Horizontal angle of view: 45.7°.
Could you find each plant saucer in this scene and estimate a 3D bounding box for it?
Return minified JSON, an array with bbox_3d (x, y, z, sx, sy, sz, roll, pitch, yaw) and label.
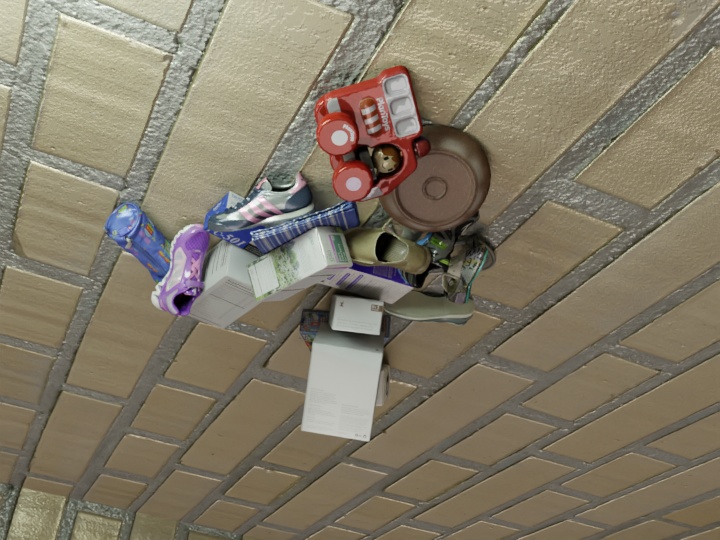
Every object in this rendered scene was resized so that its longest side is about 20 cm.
[{"bbox_3d":[0.125,-0.146,1.455,0.199,0.037,0.201,0,121,0],"label":"plant saucer"}]

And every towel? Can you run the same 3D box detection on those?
[{"bbox_3d":[-0.098,-0.078,1.586,0.199,0.024,0.145,-17,168,1],"label":"towel"}]

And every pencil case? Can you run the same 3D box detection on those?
[{"bbox_3d":[-0.427,-0.049,1.707,0.078,0.087,0.200,-22,142,9],"label":"pencil case"}]

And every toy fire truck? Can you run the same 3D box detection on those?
[{"bbox_3d":[0.022,-0.210,1.362,0.167,0.112,0.201,-16,122,5],"label":"toy fire truck"}]

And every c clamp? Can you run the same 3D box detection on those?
[{"bbox_3d":[0.166,-0.037,1.691,0.199,0.027,0.171,-2,145,12],"label":"c clamp"}]

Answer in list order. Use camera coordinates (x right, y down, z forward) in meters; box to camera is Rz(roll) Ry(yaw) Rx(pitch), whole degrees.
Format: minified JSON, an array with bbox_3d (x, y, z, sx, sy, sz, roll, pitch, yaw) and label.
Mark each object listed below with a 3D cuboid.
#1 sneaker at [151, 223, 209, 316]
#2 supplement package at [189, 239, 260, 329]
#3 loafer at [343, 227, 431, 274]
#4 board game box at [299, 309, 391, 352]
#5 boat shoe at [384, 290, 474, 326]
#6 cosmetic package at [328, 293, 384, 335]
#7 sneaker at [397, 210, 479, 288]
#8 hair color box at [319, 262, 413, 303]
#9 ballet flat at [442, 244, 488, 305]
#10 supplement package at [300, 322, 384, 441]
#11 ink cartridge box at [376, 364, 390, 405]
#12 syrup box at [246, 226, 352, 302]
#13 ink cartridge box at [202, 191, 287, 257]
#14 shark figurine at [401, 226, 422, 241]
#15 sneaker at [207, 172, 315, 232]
[{"bbox_3d":[-0.342,0.007,1.701,0.080,0.088,0.201,12,108,-43],"label":"sneaker"},{"bbox_3d":[-0.273,0.023,1.766,0.113,0.110,0.200,26,142,-29],"label":"supplement package"},{"bbox_3d":[0.037,-0.045,1.594,0.199,0.076,0.067,10,165,33],"label":"loafer"},{"bbox_3d":[-0.017,0.162,1.983,0.199,0.062,0.200,-3,145,14],"label":"board game box"},{"bbox_3d":[0.143,0.090,1.844,0.199,0.073,0.062,2,143,-4],"label":"boat shoe"},{"bbox_3d":[-0.012,0.091,1.786,0.101,0.074,0.200,8,180,-3],"label":"cosmetic package"},{"bbox_3d":[0.155,-0.043,1.598,0.200,0.083,0.071,-46,145,21],"label":"sneaker"},{"bbox_3d":[0.000,0.000,1.723,0.199,0.065,0.109,15,155,-18],"label":"hair color box"},{"bbox_3d":[0.197,0.008,1.680,0.072,0.072,0.201,7,151,-2],"label":"ballet flat"},{"bbox_3d":[-0.035,0.238,1.851,0.151,0.151,0.201,9,104,2],"label":"supplement package"},{"bbox_3d":[-0.007,0.269,2.044,0.144,0.085,0.200,2,178,6],"label":"ink cartridge box"},{"bbox_3d":[-0.117,-0.010,1.621,0.200,0.079,0.081,-26,166,35],"label":"syrup box"},{"bbox_3d":[-0.197,-0.075,1.671,0.199,0.044,0.094,27,139,-28],"label":"ink cartridge box"},{"bbox_3d":[0.075,-0.111,1.541,0.128,0.090,0.214,-21,137,29],"label":"shark figurine"},{"bbox_3d":[-0.187,-0.126,1.555,0.199,0.070,0.082,-14,112,-3],"label":"sneaker"}]
